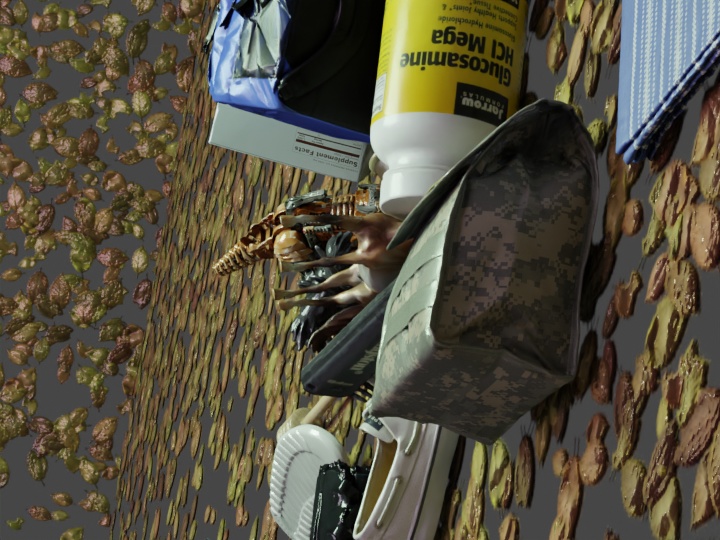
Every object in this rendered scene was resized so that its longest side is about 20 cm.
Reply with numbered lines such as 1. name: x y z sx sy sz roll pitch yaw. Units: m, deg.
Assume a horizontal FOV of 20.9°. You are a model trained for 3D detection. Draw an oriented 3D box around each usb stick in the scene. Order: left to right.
1. usb stick: 0.015 0.049 1.540 0.200 0.055 0.033 -45 52 50

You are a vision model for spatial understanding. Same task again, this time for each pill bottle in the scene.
1. pill bottle: 0.067 -0.139 1.505 0.112 0.112 0.200 139 139 -70

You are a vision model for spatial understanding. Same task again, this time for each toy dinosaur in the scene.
1. toy dinosaur: -0.043 -0.032 1.833 0.200 0.136 0.102 5 63 36

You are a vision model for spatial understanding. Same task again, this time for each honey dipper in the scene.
1. honey dipper: -0.036 0.134 1.928 0.200 0.038 0.038 130 148 -59

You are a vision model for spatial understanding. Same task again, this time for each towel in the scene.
1. towel: 0.202 -0.167 1.160 0.200 0.024 0.145 124 156 -57

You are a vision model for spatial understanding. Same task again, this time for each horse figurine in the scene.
1. horse figurine: 0.000 0.000 1.531 0.200 0.132 0.050 100 163 -61

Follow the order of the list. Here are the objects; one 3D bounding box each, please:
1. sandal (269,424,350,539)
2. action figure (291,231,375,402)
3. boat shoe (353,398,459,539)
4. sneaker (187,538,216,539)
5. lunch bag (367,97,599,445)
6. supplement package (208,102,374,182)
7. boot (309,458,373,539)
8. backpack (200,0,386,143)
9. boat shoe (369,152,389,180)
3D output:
1. sandal: -0.044 0.194 1.860 0.050 0.082 0.203 -37 -14 -31
2. action figure: -0.001 0.040 1.678 0.200 0.102 0.119 74 -148 -69
3. boat shoe: 0.036 0.121 1.525 0.071 0.070 0.200 172 111 -76
4. sneaker: -0.117 0.330 1.871 0.202 0.146 0.077 -108 33 -62
5. lunch bag: 0.084 -0.006 1.326 0.164 0.117 0.200 128 155 -65
6. supplement package: -0.031 -0.208 1.802 0.191 0.147 0.200 -51 -24 -75
7. boot: -0.028 0.254 1.703 0.198 0.073 0.163 151 127 -65
8. backpack: -0.038 -0.219 1.607 0.168 0.162 0.200 12 90 43
9. boat shoe: 0.042 -0.080 1.653 0.202 0.075 0.075 -93 18 -45
